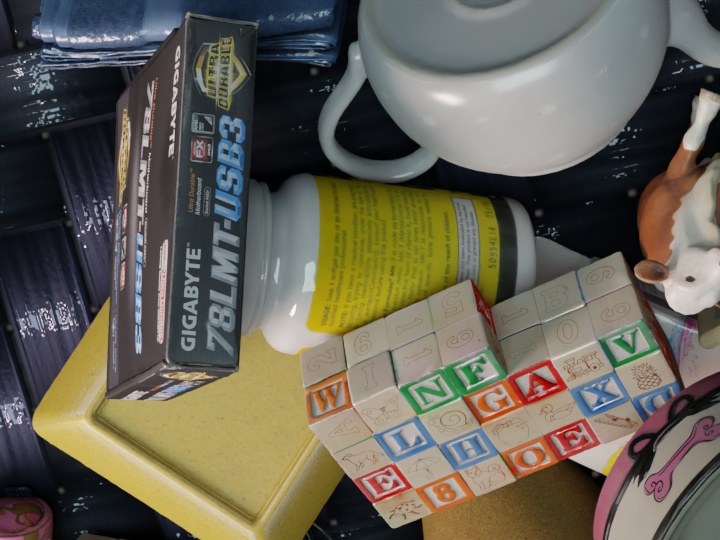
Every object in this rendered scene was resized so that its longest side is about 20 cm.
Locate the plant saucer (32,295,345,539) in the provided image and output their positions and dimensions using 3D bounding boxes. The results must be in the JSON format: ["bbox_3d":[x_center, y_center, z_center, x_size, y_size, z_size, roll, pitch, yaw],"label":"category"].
[{"bbox_3d":[-0.088,0.076,1.173,0.200,0.048,0.200,33,90,-3],"label":"plant saucer"}]

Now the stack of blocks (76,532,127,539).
[{"bbox_3d":[-0.113,0.261,1.228,0.199,0.059,0.116,7,114,17],"label":"stack of blocks"}]

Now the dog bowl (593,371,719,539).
[{"bbox_3d":[0.224,0.144,1.047,0.199,0.074,0.201,-16,127,-23],"label":"dog bowl"}]

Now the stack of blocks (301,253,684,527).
[{"bbox_3d":[0.079,0.066,1.052,0.199,0.059,0.115,-24,132,13],"label":"stack of blocks"}]

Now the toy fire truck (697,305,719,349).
[{"bbox_3d":[0.310,-0.002,1.058,0.199,0.176,0.129,14,103,2],"label":"toy fire truck"}]

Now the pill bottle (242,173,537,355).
[{"bbox_3d":[0.000,0.000,1.108,0.199,0.114,0.115,6,108,-14],"label":"pill bottle"}]

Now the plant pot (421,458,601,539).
[{"bbox_3d":[0.121,0.216,1.164,0.186,0.186,0.201,-27,86,14],"label":"plant pot"}]

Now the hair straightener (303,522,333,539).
[{"bbox_3d":[-0.070,0.156,1.225,0.077,0.041,0.201,-25,96,13],"label":"hair straightener"}]

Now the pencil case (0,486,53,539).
[{"bbox_3d":[-0.256,0.258,1.259,0.082,0.087,0.201,-2,106,-6],"label":"pencil case"}]

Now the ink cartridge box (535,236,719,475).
[{"bbox_3d":[0.177,0.072,1.137,0.199,0.067,0.118,24,108,0],"label":"ink cartridge box"}]

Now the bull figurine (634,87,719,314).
[{"bbox_3d":[0.203,-0.041,1.057,0.065,0.200,0.122,22,97,2],"label":"bull figurine"}]

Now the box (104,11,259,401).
[{"bbox_3d":[-0.110,-0.029,1.050,0.049,0.198,0.201,4,81,-16],"label":"box"}]

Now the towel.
[{"bbox_3d":[-0.101,-0.178,1.103,0.199,0.112,0.049,-1,151,16],"label":"towel"}]

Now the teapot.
[{"bbox_3d":[0.097,-0.126,1.071,0.199,0.198,0.146,23,155,35],"label":"teapot"}]
